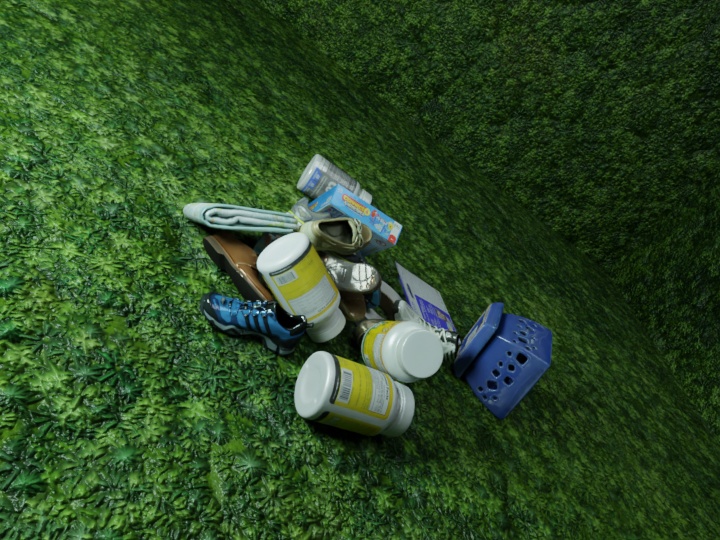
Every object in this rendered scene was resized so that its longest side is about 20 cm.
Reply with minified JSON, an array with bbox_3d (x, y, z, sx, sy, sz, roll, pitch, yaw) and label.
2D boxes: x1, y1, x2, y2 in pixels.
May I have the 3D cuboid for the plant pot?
[{"bbox_3d":[0.351,0.211,1.364,0.179,0.201,0.200,36,26,7],"label":"plant pot"}]

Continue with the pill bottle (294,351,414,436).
[{"bbox_3d":[-0.007,0.225,0.955,0.198,0.115,0.115,25,31,-30],"label":"pill bottle"}]

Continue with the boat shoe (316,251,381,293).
[{"bbox_3d":[-0.046,0.013,1.135,0.197,0.076,0.073,16,-9,24],"label":"boat shoe"}]

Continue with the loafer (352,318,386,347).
[{"bbox_3d":[0.070,0.169,1.179,0.198,0.076,0.068,26,24,-27],"label":"loafer"}]

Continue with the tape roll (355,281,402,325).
[{"bbox_3d":[0.043,0.092,1.302,0.201,0.037,0.204,32,28,-19],"label":"tape roll"}]

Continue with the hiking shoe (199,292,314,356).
[{"bbox_3d":[-0.186,0.076,0.967,0.198,0.087,0.075,27,30,-27],"label":"hiking shoe"}]

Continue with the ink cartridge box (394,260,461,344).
[{"bbox_3d":[0.165,0.093,1.428,0.199,0.043,0.200,34,27,-36],"label":"ink cartridge box"}]

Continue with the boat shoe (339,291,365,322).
[{"bbox_3d":[-0.053,0.045,1.208,0.070,0.065,0.201,3,42,-39],"label":"boat shoe"}]

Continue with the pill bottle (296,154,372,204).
[{"bbox_3d":[-0.071,-0.227,1.538,0.198,0.114,0.114,32,28,-16],"label":"pill bottle"}]

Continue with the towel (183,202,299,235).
[{"bbox_3d":[-0.241,-0.102,1.086,0.197,0.049,0.170,6,2,-30],"label":"towel"}]

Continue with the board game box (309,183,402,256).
[{"bbox_3d":[-0.027,-0.116,1.355,0.194,0.199,0.057,30,70,-21],"label":"board game box"}]

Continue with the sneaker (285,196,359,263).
[{"bbox_3d":[-0.075,-0.081,1.183,0.199,0.081,0.074,38,-5,-19],"label":"sneaker"}]

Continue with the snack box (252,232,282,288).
[{"bbox_3d":[-0.179,-0.029,1.187,0.115,0.037,0.201,35,28,-12],"label":"snack box"}]

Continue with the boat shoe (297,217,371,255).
[{"bbox_3d":[-0.038,-0.077,1.130,0.199,0.063,0.075,3,73,-46],"label":"boat shoe"}]

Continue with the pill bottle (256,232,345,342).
[{"bbox_3d":[-0.106,0.038,1.042,0.113,0.110,0.202,-86,152,-58],"label":"pill bottle"}]

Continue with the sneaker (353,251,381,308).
[{"bbox_3d":[0.000,0.000,1.263,0.082,0.073,0.202,20,37,-60],"label":"sneaker"}]

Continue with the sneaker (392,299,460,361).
[{"bbox_3d":[0.162,0.133,1.239,0.201,0.114,0.076,53,38,-27],"label":"sneaker"}]

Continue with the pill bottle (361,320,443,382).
[{"bbox_3d":[0.080,0.155,1.044,0.112,0.114,0.200,35,-13,-11],"label":"pill bottle"}]

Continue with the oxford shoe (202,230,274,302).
[{"bbox_3d":[-0.219,-0.004,1.040,0.071,0.072,0.201,-31,73,-31],"label":"oxford shoe"}]
